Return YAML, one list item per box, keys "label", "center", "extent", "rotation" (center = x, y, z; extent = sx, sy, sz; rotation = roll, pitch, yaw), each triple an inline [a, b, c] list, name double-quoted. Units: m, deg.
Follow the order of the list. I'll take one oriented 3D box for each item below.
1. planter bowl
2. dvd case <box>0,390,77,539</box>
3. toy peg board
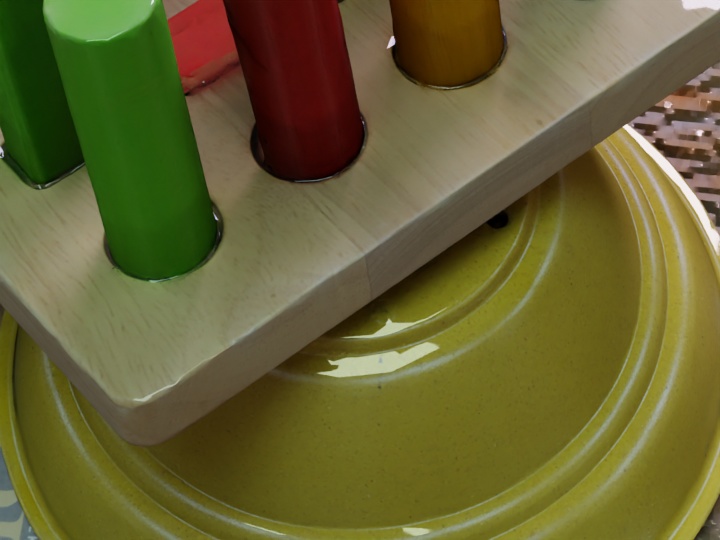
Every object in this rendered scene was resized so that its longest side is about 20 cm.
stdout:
- label: "planter bowl"
  center: [0.000, 0.000, 0.761]
  extent: [0.199, 0.084, 0.201]
  rotation: [-2, 57, 3]
- label: "dvd case"
  center: [-0.161, 0.097, 0.782]
  extent: [0.199, 0.016, 0.150]
  rotation: [2, 62, 9]
- label: "toy peg board"
  center: [-0.036, -0.098, 0.722]
  extent: [0.199, 0.098, 0.200]
  rotation: [-34, 55, -17]
